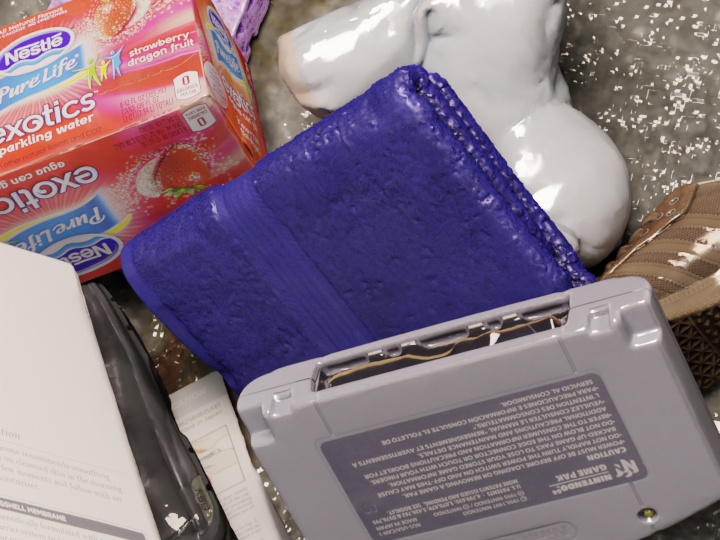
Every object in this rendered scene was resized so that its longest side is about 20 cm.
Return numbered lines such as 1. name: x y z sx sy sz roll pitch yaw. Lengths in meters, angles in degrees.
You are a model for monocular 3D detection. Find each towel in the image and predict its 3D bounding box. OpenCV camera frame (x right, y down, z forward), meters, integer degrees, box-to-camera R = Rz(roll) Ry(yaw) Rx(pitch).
1. towel: 0.000 0.000 1.345 0.200 0.050 0.148 -31 104 37

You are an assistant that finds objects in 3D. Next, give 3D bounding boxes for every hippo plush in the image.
1. hippo plush: 0.073 -0.075 1.391 0.200 0.159 0.161 -23 94 23

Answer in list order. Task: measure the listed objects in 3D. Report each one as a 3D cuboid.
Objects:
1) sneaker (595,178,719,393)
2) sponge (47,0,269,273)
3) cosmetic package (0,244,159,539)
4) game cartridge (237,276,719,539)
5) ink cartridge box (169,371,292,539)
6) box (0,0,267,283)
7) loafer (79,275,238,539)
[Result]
1. sneaker: 0.153 0.005 1.363 0.200 0.070 0.076 -30 47 -1
2. sponge: -0.120 -0.099 1.503 0.112 0.030 0.200 13 74 22
3. cosmetic package: -0.211 0.117 1.335 0.199 0.123 0.200 -44 47 27
4. game cartridge: 0.060 0.081 1.317 0.200 0.133 0.041 -15 31 19
5. ink cartridge box: -0.103 0.165 1.398 0.163 0.057 0.200 -27 42 6
6. box: -0.152 -0.058 1.418 0.200 0.095 0.100 -20 49 9
7. loafer: -0.123 0.078 1.397 0.070 0.068 0.201 -26 50 -4
